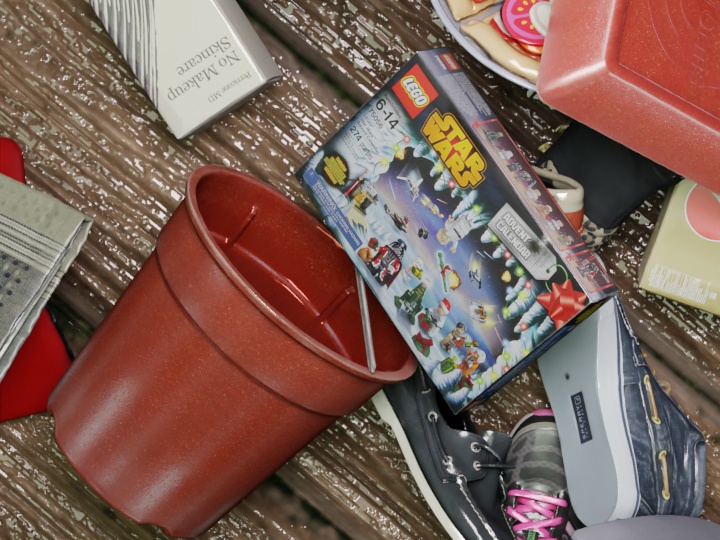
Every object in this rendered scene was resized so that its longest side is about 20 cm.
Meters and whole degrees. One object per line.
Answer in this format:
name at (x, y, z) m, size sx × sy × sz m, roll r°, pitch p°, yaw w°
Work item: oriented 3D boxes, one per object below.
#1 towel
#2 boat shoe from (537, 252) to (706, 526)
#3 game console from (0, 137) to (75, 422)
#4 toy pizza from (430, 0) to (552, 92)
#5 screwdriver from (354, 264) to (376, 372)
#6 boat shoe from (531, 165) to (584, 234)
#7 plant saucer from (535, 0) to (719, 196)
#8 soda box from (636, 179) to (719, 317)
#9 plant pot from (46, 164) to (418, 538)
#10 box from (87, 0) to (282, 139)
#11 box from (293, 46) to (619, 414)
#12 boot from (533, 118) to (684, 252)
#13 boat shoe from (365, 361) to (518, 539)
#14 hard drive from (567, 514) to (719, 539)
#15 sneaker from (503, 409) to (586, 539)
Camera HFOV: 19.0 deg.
towel at (-0.308, 0.010, 1.503) m, size 0.200 × 0.035 × 0.193 m, roll 24°, pitch 72°, yaw 26°
boat shoe at (0.182, 0.083, 1.496) m, size 0.071 × 0.091 × 0.200 m, roll -25°, pitch 67°, yaw 50°
game console at (-0.316, 0.022, 1.573) m, size 0.200 × 0.119 × 0.172 m, roll -14°, pitch 127°, yaw 10°
toy pizza at (0.139, -0.195, 1.374) m, size 0.200 × 0.032 × 0.200 m, roll 5°, pitch 59°, yaw -8°
screwdriver at (0.000, 0.000, 1.455) m, size 0.028 × 0.200 × 0.029 m, roll -21°, pitch 136°, yaw 11°
boat shoe at (0.068, -0.065, 1.452) m, size 0.200 × 0.071 × 0.063 m, roll 30°, pitch 130°, yaw 33°
plant saucer at (0.209, -0.162, 1.334) m, size 0.200 × 0.037 × 0.200 m, roll 24°, pitch 70°, yaw -34°
soda box at (0.250, -0.074, 1.460) m, size 0.064 × 0.068 × 0.200 m, roll 20°, pitch 99°, yaw 3°
plant pot at (-0.099, 0.067, 1.473) m, size 0.201 × 0.201 × 0.195 m, roll 43°, pitch 109°, yaw 0°
box at (-0.143, -0.196, 1.495) m, size 0.082 × 0.068 × 0.200 m, roll -34°, pitch 92°, yaw 11°
box at (0.059, -0.026, 1.401) m, size 0.137 × 0.040 × 0.200 m, roll -43°, pitch 75°, yaw 34°
boot at (0.167, -0.125, 1.454) m, size 0.154 × 0.073 × 0.204 m, roll -44°, pitch 49°, yaw 41°
boat shoe at (0.071, 0.125, 1.476) m, size 0.066 × 0.075 × 0.199 m, roll -38°, pitch 52°, yaw 11°
hard drive at (0.175, 0.219, 1.447) m, size 0.135 × 0.200 × 0.042 m, roll -52°, pitch 57°, yaw 24°
sneaker at (0.118, 0.198, 1.504) m, size 0.074 × 0.087 × 0.200 m, roll 14°, pitch 99°, yaw 6°
